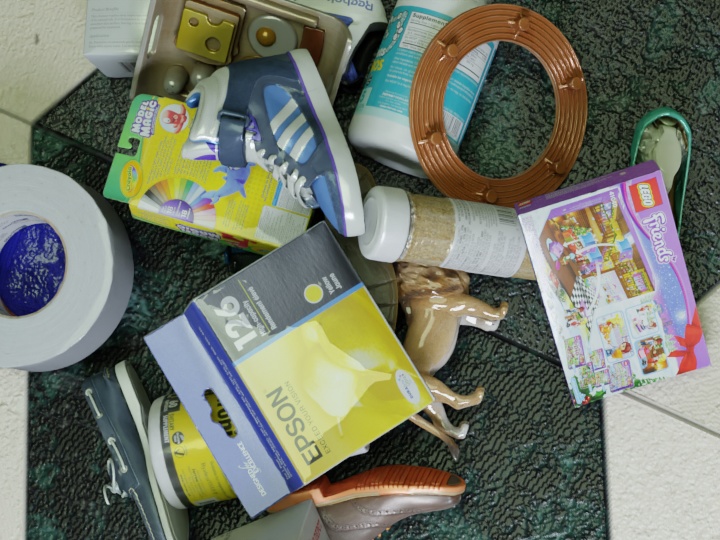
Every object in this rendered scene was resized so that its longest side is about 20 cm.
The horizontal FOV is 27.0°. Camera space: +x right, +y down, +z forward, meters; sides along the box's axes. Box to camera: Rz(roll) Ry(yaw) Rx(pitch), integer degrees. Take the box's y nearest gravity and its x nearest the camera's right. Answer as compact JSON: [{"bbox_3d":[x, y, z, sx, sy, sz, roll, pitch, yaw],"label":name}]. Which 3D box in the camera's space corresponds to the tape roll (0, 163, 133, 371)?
[{"bbox_3d":[-0.330,-0.002,1.494,0.197,0.066,0.203,-1,83,10],"label":"tape roll"}]

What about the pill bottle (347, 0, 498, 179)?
[{"bbox_3d":[0.069,-0.200,1.474,0.110,0.111,0.202,20,84,13],"label":"pill bottle"}]

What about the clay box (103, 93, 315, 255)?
[{"bbox_3d":[-0.137,-0.090,1.448,0.197,0.048,0.116,16,75,2],"label":"clay box"}]

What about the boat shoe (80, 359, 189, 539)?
[{"bbox_3d":[-0.225,0.189,1.480,0.061,0.075,0.202,-23,75,4],"label":"boat shoe"}]

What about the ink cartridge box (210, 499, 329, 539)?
[{"bbox_3d":[-0.075,0.341,1.360,0.145,0.147,0.202,-23,95,6],"label":"ink cartridge box"}]

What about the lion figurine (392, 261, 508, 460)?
[{"bbox_3d":[0.067,0.070,1.443,0.121,0.073,0.202,16,76,-1],"label":"lion figurine"}]

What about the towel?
[{"bbox_3d":[-0.374,-0.038,1.561,0.198,0.050,0.149,18,83,13],"label":"towel"}]

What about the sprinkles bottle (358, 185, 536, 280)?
[{"bbox_3d":[0.099,-0.032,1.411,0.197,0.068,0.069,8,80,-21],"label":"sprinkles bottle"}]

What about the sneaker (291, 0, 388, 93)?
[{"bbox_3d":[-0.053,-0.227,1.517,0.197,0.081,0.116,-24,75,4],"label":"sneaker"}]

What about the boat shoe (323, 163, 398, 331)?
[{"bbox_3d":[0.000,0.000,1.447,0.072,0.065,0.203,-3,79,3],"label":"boat shoe"}]

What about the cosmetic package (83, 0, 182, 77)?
[{"bbox_3d":[-0.220,-0.308,1.564,0.111,0.081,0.203,3,80,11],"label":"cosmetic package"}]

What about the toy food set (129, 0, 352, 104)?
[{"bbox_3d":[-0.118,-0.198,1.467,0.198,0.061,0.145,18,124,-2],"label":"toy food set"}]

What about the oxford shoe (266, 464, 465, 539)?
[{"bbox_3d":[0.007,0.232,1.440,0.197,0.071,0.074,-8,96,16],"label":"oxford shoe"}]

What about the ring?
[{"bbox_3d":[0.137,-0.153,1.437,0.198,0.019,0.203,-3,97,-26],"label":"ring"}]

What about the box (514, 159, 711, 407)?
[{"bbox_3d":[0.235,0.014,1.391,0.135,0.039,0.202,-17,109,5],"label":"box"}]

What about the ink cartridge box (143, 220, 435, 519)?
[{"bbox_3d":[-0.066,0.089,1.370,0.199,0.047,0.199,-32,84,-11],"label":"ink cartridge box"}]

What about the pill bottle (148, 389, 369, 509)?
[{"bbox_3d":[-0.095,0.156,1.442,0.197,0.111,0.113,-13,78,8],"label":"pill bottle"}]

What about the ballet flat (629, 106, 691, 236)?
[{"bbox_3d":[0.277,-0.061,1.429,0.066,0.070,0.203,7,82,5],"label":"ballet flat"}]

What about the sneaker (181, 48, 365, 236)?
[{"bbox_3d":[-0.088,-0.103,1.385,0.145,0.081,0.202,-18,70,-5],"label":"sneaker"}]

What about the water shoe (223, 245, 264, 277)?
[{"bbox_3d":[-0.113,-0.027,1.499,0.200,0.071,0.079,41,94,16],"label":"water shoe"}]
